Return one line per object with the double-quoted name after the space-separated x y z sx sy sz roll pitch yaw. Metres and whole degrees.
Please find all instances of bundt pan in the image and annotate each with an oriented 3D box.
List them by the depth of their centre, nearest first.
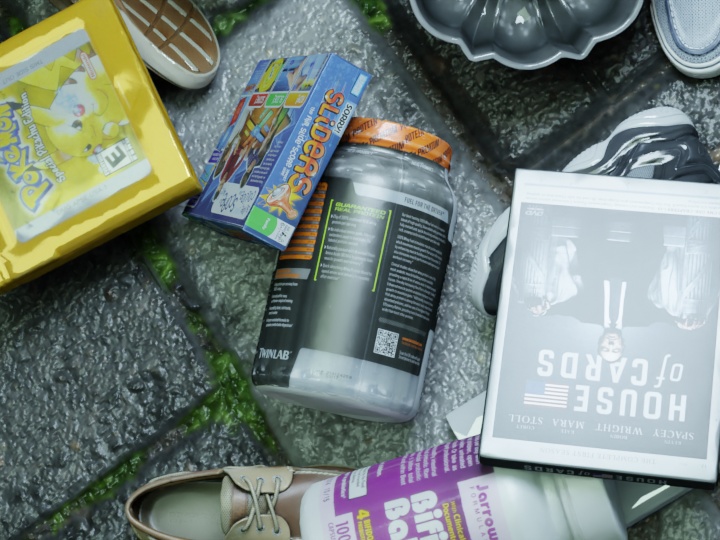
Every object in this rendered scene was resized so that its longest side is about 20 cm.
0.113 -0.243 1.273 0.201 0.076 0.202 0 99 0 "bundt pan"

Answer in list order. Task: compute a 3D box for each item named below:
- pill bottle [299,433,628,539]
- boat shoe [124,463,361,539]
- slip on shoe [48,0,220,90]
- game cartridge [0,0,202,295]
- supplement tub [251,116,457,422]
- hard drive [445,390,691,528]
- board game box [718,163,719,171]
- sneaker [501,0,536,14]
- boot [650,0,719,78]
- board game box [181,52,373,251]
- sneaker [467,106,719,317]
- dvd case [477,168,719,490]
0.070 0.169 1.201 0.200 0.112 0.113 -18 72 11 "pill bottle"
-0.076 0.174 1.300 0.200 0.072 0.076 -8 75 17 "boat shoe"
-0.191 -0.202 1.438 0.200 0.076 0.061 40 132 14 "slip on shoe"
-0.242 -0.092 1.366 0.200 0.032 0.177 -27 76 2 "game cartridge"
0.000 0.000 1.289 0.122 0.123 0.200 9 80 20 "supplement tub"
0.176 0.106 1.258 0.200 0.025 0.132 -32 69 9 "hard drive"
0.369 -0.128 1.249 0.200 0.026 0.200 15 83 21 "board game box"
0.077 -0.277 1.345 0.081 0.088 0.200 -29 75 10 "sneaker"
0.235 -0.243 1.286 0.073 0.090 0.200 -4 76 17 "boot"
-0.065 -0.087 1.304 0.034 0.200 0.136 28 87 -18 "board game box"
0.172 -0.018 1.248 0.200 0.075 0.114 -40 50 2 "sneaker"
0.161 0.034 1.166 0.150 0.025 0.200 5 69 10 "dvd case"
